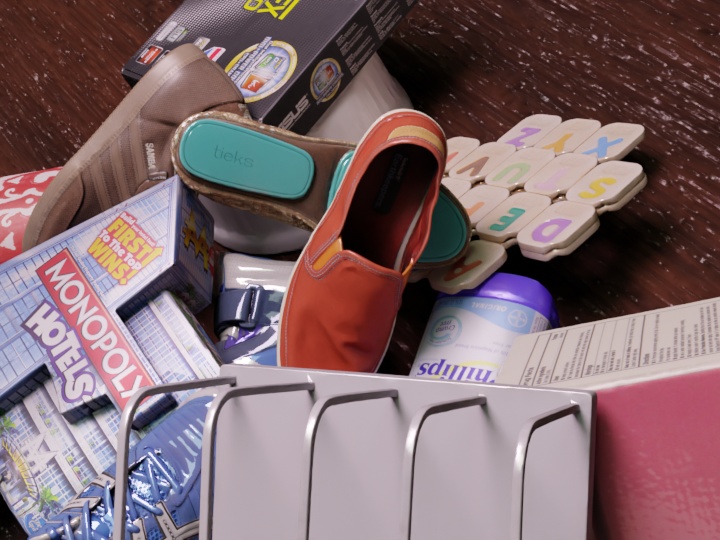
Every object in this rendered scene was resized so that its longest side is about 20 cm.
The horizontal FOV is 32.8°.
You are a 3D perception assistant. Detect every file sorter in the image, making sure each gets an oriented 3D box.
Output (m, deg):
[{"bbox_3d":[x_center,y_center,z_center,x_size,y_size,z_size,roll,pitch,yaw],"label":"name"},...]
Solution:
[{"bbox_3d":[-0.004,0.121,0.568,0.199,0.124,0.140,2,89,22],"label":"file sorter"}]

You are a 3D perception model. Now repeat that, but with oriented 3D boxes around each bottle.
[{"bbox_3d":[0.063,0.096,0.755,0.083,0.065,0.201,5,57,28],"label":"bottle"}]

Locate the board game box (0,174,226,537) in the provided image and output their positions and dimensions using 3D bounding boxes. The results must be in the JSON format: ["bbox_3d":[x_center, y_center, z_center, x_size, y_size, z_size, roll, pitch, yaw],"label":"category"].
[{"bbox_3d":[-0.157,0.045,0.767,0.200,0.062,0.200,-39,58,-4],"label":"board game box"}]

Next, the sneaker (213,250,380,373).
[{"bbox_3d":[-0.090,0.064,0.823,0.199,0.081,0.147,-23,67,-3],"label":"sneaker"}]

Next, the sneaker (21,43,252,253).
[{"bbox_3d":[-0.155,-0.059,0.841,0.076,0.070,0.200,44,110,5],"label":"sneaker"}]

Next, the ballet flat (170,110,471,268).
[{"bbox_3d":[-0.024,-0.054,0.794,0.199,0.065,0.071,22,88,-4],"label":"ballet flat"}]

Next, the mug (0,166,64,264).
[{"bbox_3d":[-0.285,0.005,0.965,0.199,0.134,0.178,-11,56,12],"label":"mug"}]

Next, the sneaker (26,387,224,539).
[{"bbox_3d":[-0.129,0.149,0.667,0.076,0.077,0.200,37,90,22],"label":"sneaker"}]

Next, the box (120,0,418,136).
[{"bbox_3d":[-0.061,-0.186,0.921,0.160,0.044,0.200,25,68,38],"label":"box"}]

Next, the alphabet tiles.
[{"bbox_3d":[0.096,-0.054,0.846,0.195,0.015,0.200,-39,31,-23],"label":"alphabet tiles"}]

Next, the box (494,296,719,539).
[{"bbox_3d":[0.180,0.083,0.646,0.199,0.110,0.128,-13,9,18],"label":"box"}]

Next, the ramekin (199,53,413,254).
[{"bbox_3d":[-0.064,-0.121,0.968,0.199,0.098,0.201,-13,50,16],"label":"ramekin"}]

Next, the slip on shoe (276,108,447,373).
[{"bbox_3d":[0.000,0.000,0.739,0.061,0.074,0.201,-102,34,-76],"label":"slip on shoe"}]
